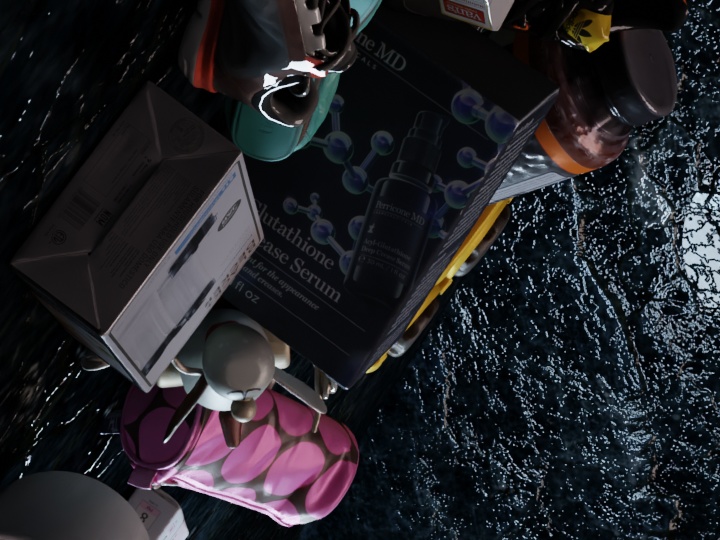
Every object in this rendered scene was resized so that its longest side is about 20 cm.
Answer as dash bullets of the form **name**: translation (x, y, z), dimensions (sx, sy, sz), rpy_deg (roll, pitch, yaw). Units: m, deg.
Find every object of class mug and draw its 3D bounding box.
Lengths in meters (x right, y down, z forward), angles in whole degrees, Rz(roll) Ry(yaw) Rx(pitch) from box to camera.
- **mug**: translation (-0.208, 0.192, 1.212), dimensions (0.153, 0.185, 0.151), rpy_deg (-62, 152, -71)

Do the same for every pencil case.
- **pencil case**: translation (-0.086, 0.127, 1.455), dimensions (0.199, 0.090, 0.095), rpy_deg (25, 70, -49)

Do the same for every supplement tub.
- **supplement tub**: translation (0.097, -0.102, 1.291), dimensions (0.199, 0.108, 0.107), rpy_deg (-19, -165, 33)

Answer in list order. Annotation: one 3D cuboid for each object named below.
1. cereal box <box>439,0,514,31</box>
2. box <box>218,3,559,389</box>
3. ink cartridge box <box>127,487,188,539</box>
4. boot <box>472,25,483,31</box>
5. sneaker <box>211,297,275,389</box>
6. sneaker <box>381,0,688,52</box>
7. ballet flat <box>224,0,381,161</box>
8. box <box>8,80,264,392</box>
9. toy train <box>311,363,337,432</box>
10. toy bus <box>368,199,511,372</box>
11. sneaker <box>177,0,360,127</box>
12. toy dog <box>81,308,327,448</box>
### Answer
- **cereal box**: translation (0.074, -0.238, 1.038), dimensions (0.145, 0.039, 0.200), rpy_deg (-61, 158, -21)
- **box**: translation (-0.002, -0.060, 1.211), dimensions (0.201, 0.148, 0.107), rpy_deg (-58, 173, 23)
- **ink cartridge box**: translation (-0.226, 0.285, 1.778), dimensions (0.201, 0.057, 0.163), rpy_deg (-58, 175, -14)
- **boot**: translation (0.073, -0.187, 1.456), dimensions (0.163, 0.073, 0.198), rpy_deg (-59, 166, 15)
- **sneaker**: translation (-0.093, 0.036, 1.474), dimensions (0.085, 0.077, 0.201), rpy_deg (-11, 139, -51)
- **sneaker**: translation (0.103, -0.164, 1.164), dimensions (0.199, 0.090, 0.070), rpy_deg (-11, 146, -32)
- **ballet flat**: translation (-0.027, -0.142, 1.061), dimensions (0.201, 0.067, 0.071), rpy_deg (117, -14, -50)
- **box**: translation (-0.110, -0.012, 1.066), dimensions (0.117, 0.060, 0.200), rpy_deg (-54, 173, -10)
- **toy train**: translation (0.000, 0.000, 1.411), dimensions (0.115, 0.084, 0.202), rpy_deg (-22, 120, -50)
- **toy bus**: translation (0.033, -0.035, 1.526), dimensions (0.201, 0.135, 0.192), rpy_deg (-52, -176, -9)
- **sneaker**: translation (-0.028, -0.134, 0.947), dimensions (0.077, 0.082, 0.200), rpy_deg (-52, 173, -24)
- **toy dog**: translation (-0.085, 0.075, 1.285), dimensions (0.200, 0.131, 0.097), rpy_deg (-29, 111, -75)
